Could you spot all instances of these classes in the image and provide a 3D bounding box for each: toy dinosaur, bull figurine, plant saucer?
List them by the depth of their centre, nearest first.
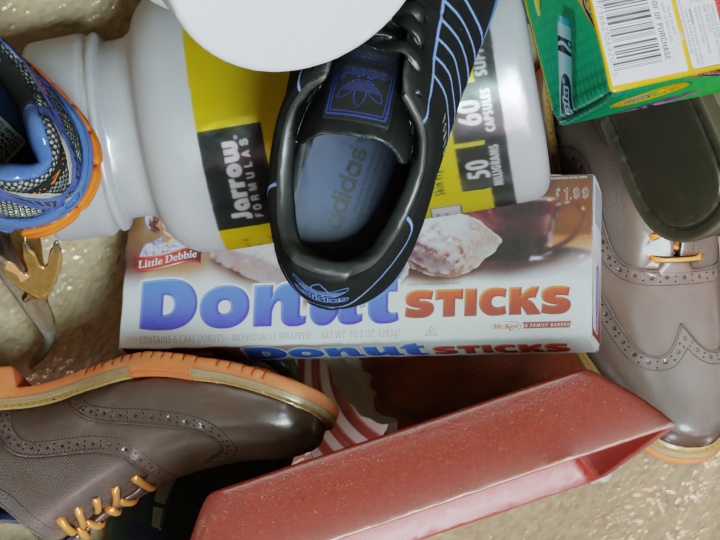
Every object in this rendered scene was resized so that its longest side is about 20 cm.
[{"bbox_3d":[-0.148,-0.017,1.112,0.060,0.106,0.200,-23,122,3],"label":"toy dinosaur"},{"bbox_3d":[0.016,0.091,1.130,0.199,0.037,0.200,-18,171,-6],"label":"plant saucer"},{"bbox_3d":[0.047,0.043,1.231,0.200,0.065,0.121,-2,128,-20],"label":"bull figurine"}]

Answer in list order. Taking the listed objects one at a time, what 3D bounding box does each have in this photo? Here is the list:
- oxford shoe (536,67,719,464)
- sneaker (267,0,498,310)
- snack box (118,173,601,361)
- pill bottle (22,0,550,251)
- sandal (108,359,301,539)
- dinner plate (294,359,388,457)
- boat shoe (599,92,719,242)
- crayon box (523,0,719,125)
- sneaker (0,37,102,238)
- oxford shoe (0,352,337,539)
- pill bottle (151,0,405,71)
[{"bbox_3d":[0.119,-0.018,1.160,0.071,0.200,0.073,-6,158,-22],"label":"oxford shoe"},{"bbox_3d":[0.011,-0.083,1.003,0.070,0.078,0.200,10,89,4],"label":"sneaker"},{"bbox_3d":[0.000,0.000,1.147,0.200,0.072,0.024,-2,161,12],"label":"snack box"},{"bbox_3d":[-0.029,-0.067,1.100,0.200,0.111,0.111,-9,128,4],"label":"pill bottle"},{"bbox_3d":[-0.076,0.095,1.246,0.080,0.057,0.201,21,133,1],"label":"sandal"},{"bbox_3d":[0.058,0.026,1.279,0.200,0.024,0.200,-12,126,-17],"label":"dinner plate"},{"bbox_3d":[0.122,-0.109,1.118,0.068,0.072,0.200,-12,87,-49],"label":"boat shoe"},{"bbox_3d":[0.113,-0.166,1.043,0.119,0.058,0.200,-12,86,-20],"label":"crayon box"},{"bbox_3d":[-0.178,-0.090,1.014,0.200,0.078,0.075,34,84,-4],"label":"sneaker"},{"bbox_3d":[-0.104,0.080,1.143,0.200,0.073,0.071,-6,155,23],"label":"oxford shoe"},{"bbox_3d":[-0.055,-0.160,0.983,0.113,0.200,0.113,-12,126,-17],"label":"pill bottle"}]
